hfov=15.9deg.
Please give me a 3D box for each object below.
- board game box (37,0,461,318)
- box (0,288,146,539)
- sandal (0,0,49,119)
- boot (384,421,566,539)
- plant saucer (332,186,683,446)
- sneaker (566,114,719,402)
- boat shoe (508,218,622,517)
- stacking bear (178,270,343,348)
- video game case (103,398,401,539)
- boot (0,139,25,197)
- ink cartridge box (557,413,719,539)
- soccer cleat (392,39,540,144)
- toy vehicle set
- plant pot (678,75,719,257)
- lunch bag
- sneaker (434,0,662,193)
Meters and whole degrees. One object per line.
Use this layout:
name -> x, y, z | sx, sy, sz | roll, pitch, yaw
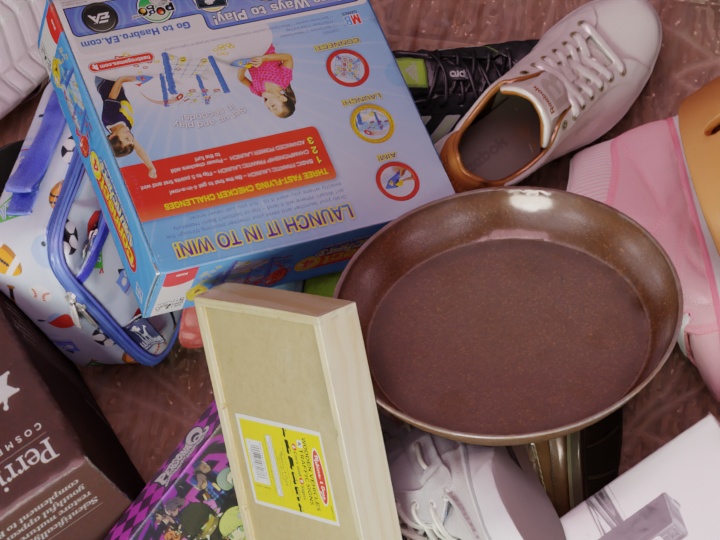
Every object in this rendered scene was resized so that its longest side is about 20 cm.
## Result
board game box -> -0.069, -0.088, 1.552 | 0.200, 0.056, 0.196 | -13, 66, -23
box -> -0.246, 0.118, 1.585 | 0.166, 0.164, 0.200 | -35, 59, -1
sandal -> -0.247, -0.143, 1.748 | 0.202, 0.050, 0.083 | -33, 83, -13
boot -> 0.053, 0.139, 1.459 | 0.096, 0.200, 0.074 | -39, 111, 10
plant saucer -> 0.084, 0.031, 1.462 | 0.200, 0.035, 0.200 | -5, 44, 5
sneaker -> 0.180, 0.002, 1.593 | 0.104, 0.075, 0.201 | -12, 63, 3
boat shoe -> 0.116, 0.062, 1.573 | 0.068, 0.072, 0.200 | -1, 97, 25
stacking bear -> 0.000, 0.000, 1.617 | 0.200, 0.122, 0.114 | 13, 31, 5
video game case -> -0.046, 0.165, 1.553 | 0.181, 0.036, 0.200 | 42, 82, -24
boot -> -0.298, -0.035, 1.694 | 0.174, 0.200, 0.069 | -7, 97, 41
ink cartridge box -> 0.154, 0.185, 1.504 | 0.200, 0.144, 0.084 | -34, 70, -1
soccer cleat -> 0.053, -0.114, 1.653 | 0.200, 0.081, 0.068 | -9, 72, 7
toy vehicle set -> -0.031, 0.109, 1.459 | 0.026, 0.124, 0.200 | -21, 108, -33
plant pot -> 0.278, -0.061, 1.536 | 0.140, 0.200, 0.200 | -19, 70, 17
lunch bag -> -0.157, -0.044, 1.619 | 0.075, 0.160, 0.200 | -1, 56, 27
sneaker -> 0.124, -0.106, 1.594 | 0.200, 0.085, 0.073 | -44, 91, -18
